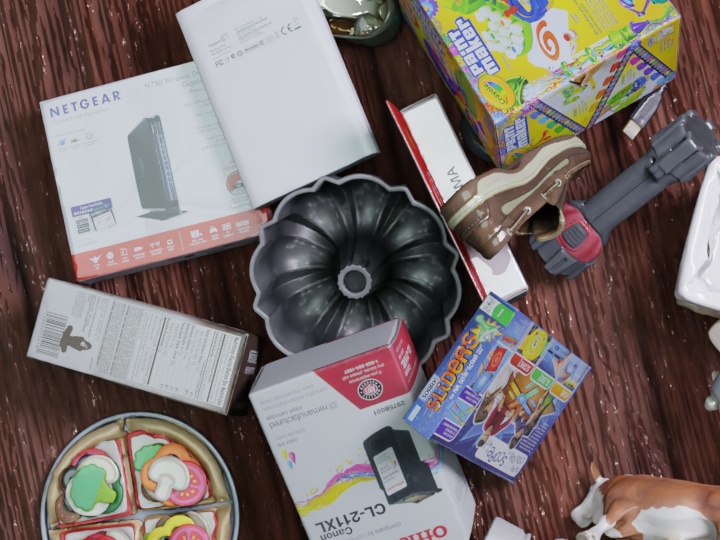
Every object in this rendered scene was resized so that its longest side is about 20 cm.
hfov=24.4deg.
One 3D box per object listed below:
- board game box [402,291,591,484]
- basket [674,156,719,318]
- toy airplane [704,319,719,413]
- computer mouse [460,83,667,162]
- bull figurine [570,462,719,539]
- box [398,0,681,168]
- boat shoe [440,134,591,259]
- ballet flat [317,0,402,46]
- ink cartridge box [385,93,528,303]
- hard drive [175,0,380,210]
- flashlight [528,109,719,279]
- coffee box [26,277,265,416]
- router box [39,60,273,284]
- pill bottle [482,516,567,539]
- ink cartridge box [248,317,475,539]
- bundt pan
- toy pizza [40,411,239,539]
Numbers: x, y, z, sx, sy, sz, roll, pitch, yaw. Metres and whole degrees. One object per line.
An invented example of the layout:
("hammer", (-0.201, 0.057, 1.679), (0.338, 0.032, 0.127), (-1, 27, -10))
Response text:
("board game box", (0.127, 0.110, 1.495), (0.034, 0.200, 0.136), (35, 90, 32))
("basket", (0.390, -0.007, 1.506), (0.197, 0.123, 0.137), (15, 83, 8))
("toy airplane", (0.395, 0.147, 1.447), (0.199, 0.201, 0.141), (19, 47, 41))
("computer mouse", (0.199, -0.156, 1.580), (0.140, 0.046, 0.200), (40, 81, 15))
("bull figurine", (0.264, 0.225, 1.486), (0.198, 0.121, 0.066), (-3, 118, 35))
("box", (0.158, -0.233, 1.521), (0.191, 0.122, 0.201), (-29, 69, -2))
("boat shoe", (0.151, -0.058, 1.476), (0.075, 0.201, 0.075), (52, 135, 10))
("ballet flat", (-0.058, -0.259, 1.606), (0.197, 0.064, 0.068), (8, 87, 7))
("ink cartridge box", (0.092, -0.063, 1.520), (0.044, 0.176, 0.202), (-26, 84, 4))
("hard drive", (-0.078, -0.176, 1.565), (0.131, 0.027, 0.202), (-23, 84, 11))
("flashlight", (0.241, -0.070, 1.513), (0.200, 0.067, 0.068), (-41, 46, 35))
("coffee box", (-0.199, 0.074, 1.575), (0.197, 0.114, 0.081), (15, 87, 6))
("router box", (-0.197, -0.098, 1.618), (0.197, 0.049, 0.182), (-14, 85, 5))
("pill bottle", (0.190, 0.312, 1.515), (0.198, 0.114, 0.115), (28, 90, 7))
("ink cartridge box", (0.005, 0.167, 1.524), (0.144, 0.083, 0.202), (-20, 103, 12))
("bundt pan", (0.000, 0.000, 1.558), (0.199, 0.076, 0.205), (2, 106, 8))
("toy pizza", (-0.215, 0.238, 1.606), (0.197, 0.032, 0.203), (0, 86, 6))
